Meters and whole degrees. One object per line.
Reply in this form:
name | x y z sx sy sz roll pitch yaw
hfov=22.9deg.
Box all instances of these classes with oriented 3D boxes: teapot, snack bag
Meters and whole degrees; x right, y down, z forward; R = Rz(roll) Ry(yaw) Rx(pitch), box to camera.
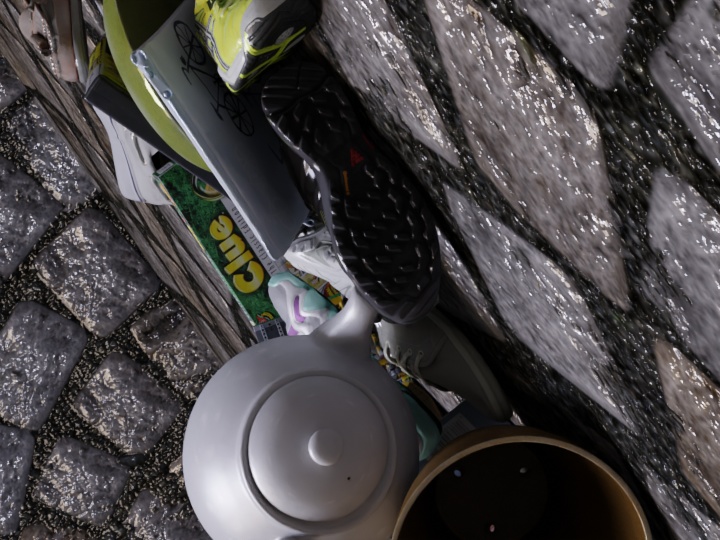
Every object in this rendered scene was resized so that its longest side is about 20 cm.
teapot | -0.040 0.141 1.329 0.201 0.196 0.146 63 166 1
snack bag | -0.090 -0.111 1.320 0.189 0.021 0.200 56 -158 -16

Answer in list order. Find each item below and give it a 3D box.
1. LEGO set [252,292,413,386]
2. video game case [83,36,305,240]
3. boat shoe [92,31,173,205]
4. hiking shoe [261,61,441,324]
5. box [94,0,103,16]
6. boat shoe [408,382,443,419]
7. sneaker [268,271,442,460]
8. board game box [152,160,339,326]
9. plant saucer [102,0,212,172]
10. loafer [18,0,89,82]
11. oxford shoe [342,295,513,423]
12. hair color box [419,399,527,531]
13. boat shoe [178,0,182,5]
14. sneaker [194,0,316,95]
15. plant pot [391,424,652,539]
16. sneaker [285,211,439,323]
LEGO set | -0.015 0.102 1.585 0.200 0.153 0.117 102 148 -67
video game case | -0.135 -0.110 1.447 0.199 0.026 0.181 35 -171 -15
boat shoe | -0.191 -0.131 1.591 0.065 0.072 0.201 14 138 17
hiking shoe | -0.002 -0.055 1.275 0.201 0.075 0.101 63 179 2
box | -0.184 -0.215 1.600 0.158 0.048 0.201 47 168 36
boat shoe | 0.064 0.175 1.691 0.200 0.073 0.065 45 162 41
sneaker | -0.043 0.108 1.462 0.200 0.140 0.078 48 -178 20
board game box | -0.094 -0.037 1.624 0.201 0.105 0.023 57 170 -22
plant saucer | -0.134 -0.153 1.338 0.200 0.031 0.201 48 -154 -34
loafer | -0.275 -0.220 1.569 0.201 0.062 0.072 -108 13 -55
oxford shoe | 0.052 0.064 1.428 0.200 0.058 0.075 44 164 39
hair color box | 0.101 0.203 1.537 0.061 0.099 0.201 44 166 38
boat shoe | -0.127 -0.163 1.458 0.201 0.068 0.072 56 169 -12
sneaker | -0.084 -0.170 1.221 0.077 0.075 0.200 53 169 -5
plant pot | 0.106 0.191 1.321 0.187 0.186 0.200 55 -178 -9
sneaker | 0.000 0.000 1.406 0.100 0.078 0.200 54 172 -21
